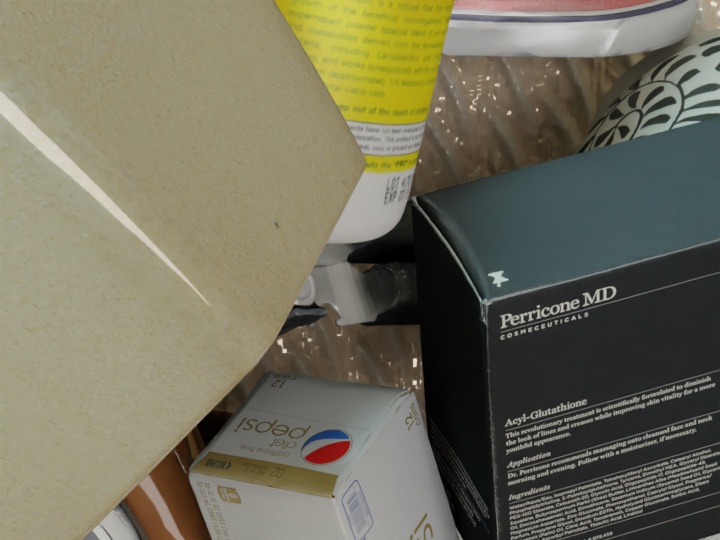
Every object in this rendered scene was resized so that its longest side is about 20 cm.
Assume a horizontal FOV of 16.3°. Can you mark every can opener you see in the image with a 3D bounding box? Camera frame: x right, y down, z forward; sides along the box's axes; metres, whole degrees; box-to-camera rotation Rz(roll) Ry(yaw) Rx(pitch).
[{"bbox_3d":[0.000,0.000,0.996,0.200,0.066,0.053,-3,70,-47],"label":"can opener"}]

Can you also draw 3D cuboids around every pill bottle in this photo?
[{"bbox_3d":[-0.017,-0.118,0.894,0.109,0.109,0.200,6,105,-30],"label":"pill bottle"}]

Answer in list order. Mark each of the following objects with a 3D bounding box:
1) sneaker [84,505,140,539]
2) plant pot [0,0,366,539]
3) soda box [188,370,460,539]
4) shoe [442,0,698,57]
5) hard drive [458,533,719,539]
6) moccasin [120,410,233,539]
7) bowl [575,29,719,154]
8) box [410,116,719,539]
[{"bbox_3d":[-0.187,0.095,0.854,0.202,0.077,0.146,29,55,8],"label":"sneaker"},{"bbox_3d":[-0.117,-0.021,0.792,0.177,0.200,0.200,41,120,-9],"label":"plant pot"},{"bbox_3d":[0.002,0.137,0.969,0.064,0.068,0.200,-50,135,-41],"label":"soda box"},{"bbox_3d":[0.051,-0.136,1.002,0.200,0.071,0.091,-4,108,-25],"label":"shoe"},{"bbox_3d":[0.092,0.134,1.055,0.200,0.025,0.132,-36,103,10],"label":"hard drive"},{"bbox_3d":[-0.065,0.080,0.994,0.078,0.074,0.202,-35,107,-9],"label":"moccasin"},{"bbox_3d":[0.154,-0.037,1.054,0.200,0.094,0.201,-18,142,-15],"label":"bowl"},{"bbox_3d":[0.127,0.023,0.944,0.200,0.079,0.141,-15,129,-14],"label":"box"}]
